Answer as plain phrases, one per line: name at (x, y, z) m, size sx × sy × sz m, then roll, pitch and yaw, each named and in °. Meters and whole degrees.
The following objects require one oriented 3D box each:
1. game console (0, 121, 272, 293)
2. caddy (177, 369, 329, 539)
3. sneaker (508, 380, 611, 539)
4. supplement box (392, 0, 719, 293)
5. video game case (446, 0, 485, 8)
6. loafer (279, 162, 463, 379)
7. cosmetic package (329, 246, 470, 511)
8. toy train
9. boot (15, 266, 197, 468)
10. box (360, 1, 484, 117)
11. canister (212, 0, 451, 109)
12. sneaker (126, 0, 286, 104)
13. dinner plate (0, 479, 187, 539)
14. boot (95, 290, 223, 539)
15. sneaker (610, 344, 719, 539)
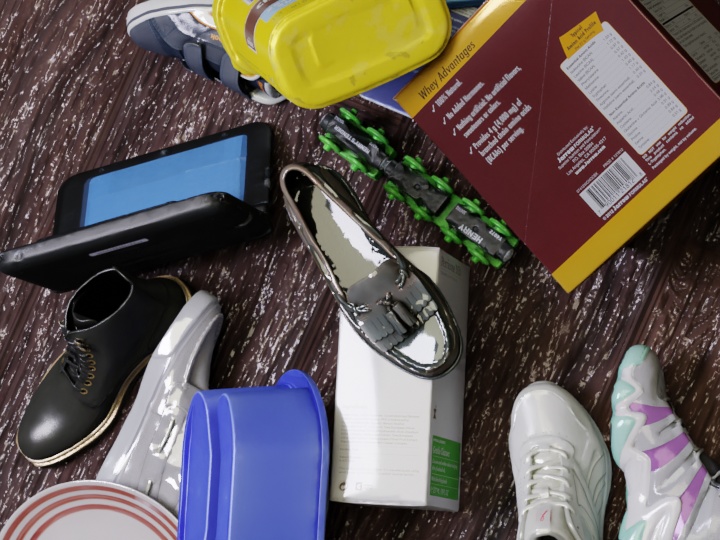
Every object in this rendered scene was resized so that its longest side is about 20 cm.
game console at (-0.182, -0.063, 1.736) m, size 0.200 × 0.176 × 0.117 m, roll -16°, pitch 77°, yaw 14°
caddy at (-0.073, 0.177, 1.667) m, size 0.105 × 0.141 × 0.201 m, roll 4°, pitch 87°, yaw -23°
sneaker at (0.152, 0.180, 1.633) m, size 0.078 × 0.099 × 0.201 m, roll -13°, pitch 78°, yaw 15°
supplement box at (0.175, -0.132, 1.604) m, size 0.200 × 0.133 × 0.197 m, roll 48°, pitch 121°, yaw 5°
video game case at (0.096, -0.314, 1.742) m, size 0.143 × 0.018 × 0.201 m, roll -3°, pitch 78°, yaw 15°
loafer at (0.000, 0.000, 1.618) m, size 0.072 × 0.063 × 0.200 m, roll -40°, pitch 72°, yaw 7°
cosmetic package at (0.031, 0.086, 1.684) m, size 0.085 × 0.108 × 0.201 m, roll 2°, pitch 83°, yaw 18°
toy train at (0.047, -0.065, 1.729) m, size 0.200 × 0.056 × 0.042 m, roll 38°, pitch 89°, yaw 20°
boot at (-0.234, 0.073, 1.752) m, size 0.077 × 0.138 × 0.200 m, roll 41°, pitch 95°, yaw 19°
box at (0.090, -0.210, 1.750) m, size 0.121 × 0.032 × 0.200 m, roll 24°, pitch 86°, yaw 20°
canister at (-0.023, -0.194, 1.636) m, size 0.148 × 0.200 × 0.087 m, roll -24°, pitch 110°, yaw -8°
sneaker at (-0.104, -0.185, 1.784) m, size 0.199 × 0.078 × 0.080 m, roll 0°, pitch 76°, yaw 16°
dinner plate at (-0.211, 0.267, 1.754) m, size 0.200 × 0.024 × 0.201 m, roll 2°, pitch 99°, yaw 14°
boot at (-0.137, 0.123, 1.756) m, size 0.095 × 0.074 × 0.200 m, roll 27°, pitch 98°, yaw 13°
sneaker at (0.264, 0.154, 1.621) m, size 0.139 × 0.078 × 0.201 m, roll -3°, pitch 90°, yaw 15°
